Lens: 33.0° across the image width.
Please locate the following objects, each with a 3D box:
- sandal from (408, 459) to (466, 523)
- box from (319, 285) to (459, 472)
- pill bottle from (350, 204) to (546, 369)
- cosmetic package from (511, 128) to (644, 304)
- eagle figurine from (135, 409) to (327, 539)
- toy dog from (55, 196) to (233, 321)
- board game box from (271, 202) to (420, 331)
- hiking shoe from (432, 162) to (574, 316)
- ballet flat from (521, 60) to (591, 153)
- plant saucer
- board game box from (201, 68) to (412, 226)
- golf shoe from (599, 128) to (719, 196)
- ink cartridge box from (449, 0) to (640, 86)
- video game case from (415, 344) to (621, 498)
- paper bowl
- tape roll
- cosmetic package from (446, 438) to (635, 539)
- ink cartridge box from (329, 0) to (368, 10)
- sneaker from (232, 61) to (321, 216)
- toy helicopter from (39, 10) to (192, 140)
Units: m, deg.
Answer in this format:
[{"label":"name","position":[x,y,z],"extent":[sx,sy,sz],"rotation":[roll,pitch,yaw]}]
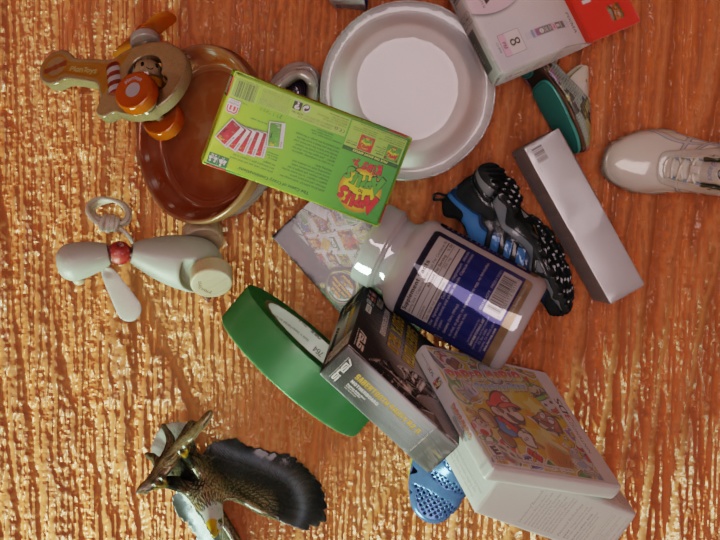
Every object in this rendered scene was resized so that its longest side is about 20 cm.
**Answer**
[{"label":"sandal","position":[0.111,0.203,1.410],"extent":[0.079,0.087,0.201],"rotation":[21,97,-2]},{"label":"box","position":[0.039,0.112,1.326],"extent":[0.158,0.200,0.048],"rotation":[42,107,-7]},{"label":"pill bottle","position":[0.096,0.015,1.354],"extent":[0.199,0.116,0.116],"rotation":[30,95,8]},{"label":"cosmetic package","position":[0.247,-0.062,1.385],"extent":[0.050,0.083,0.201],"rotation":[-30,93,-4]},{"label":"eagle figurine","position":[-0.161,0.268,1.420],"extent":[0.151,0.152,0.200],"rotation":[-21,132,42]},{"label":"toy dog","position":[-0.240,0.001,1.404],"extent":[0.199,0.132,0.097],"rotation":[12,133,5]},{"label":"board game box","position":[0.000,0.000,1.429],"extent":[0.105,0.023,0.200],"rotation":[-41,92,3]},{"label":"hiking shoe","position":[0.173,-0.027,1.408],"extent":[0.087,0.074,0.200],"rotation":[-30,96,30]},{"label":"ballet flat","position":[0.214,-0.230,1.388],"extent":[0.071,0.069,0.200],"rotation":[-40,92,-15]},{"label":"plant saucer","position":[-0.175,-0.153,1.374],"extent":[0.199,0.032,0.202],"rotation":[0,91,37]},{"label":"board game box","position":[-0.057,-0.130,1.287],"extent":[0.199,0.048,0.102],"rotation":[19,98,-12]},{"label":"golf shoe","position":[0.374,-0.120,1.371],"extent":[0.199,0.097,0.079],"rotation":[3,96,3]},{"label":"ink cartridge box","position":[0.199,-0.316,1.345],"extent":[0.199,0.057,0.163],"rotation":[-25,84,-10]},{"label":"video game case","position":[0.171,0.164,1.320],"extent":[0.199,0.182,0.023],"rotation":[15,122,-37]},{"label":"paper bowl","position":[0.053,-0.202,1.372],"extent":[0.199,0.104,0.202],"rotation":[0,94,3]},{"label":"tape roll","position":[-0.064,0.099,1.349],"extent":[0.200,0.200,0.048],"rotation":[41,94,-2]},{"label":"cosmetic package","position":[0.201,0.240,1.357],"extent":[0.199,0.102,0.074],"rotation":[23,110,-28]},{"label":"ink cartridge box","position":[-0.013,-0.342,1.313],"extent":[0.044,0.200,0.095],"rotation":[5,95,2]},{"label":"sneaker","position":[-0.113,-0.151,1.381],"extent":[0.075,0.100,0.201],"rotation":[30,96,-10]},{"label":"toy helicopter","position":[-0.279,-0.230,1.382],"extent":[0.199,0.079,0.133],"rotation":[10,73,25]}]
